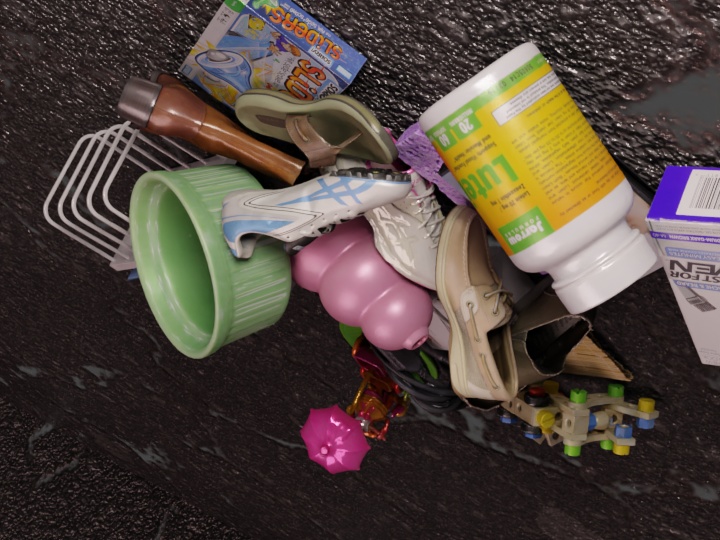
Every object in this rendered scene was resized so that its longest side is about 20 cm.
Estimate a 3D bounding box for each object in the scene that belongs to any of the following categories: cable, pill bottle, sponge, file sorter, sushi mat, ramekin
[{"bbox_3d":[0.056,0.085,1.575,0.200,0.051,0.163,44,-166,-13],"label":"cable"},{"bbox_3d":[0.145,-0.069,1.075,0.200,0.111,0.111,55,156,-2],"label":"pill bottle"},{"bbox_3d":[0.131,-0.075,1.268,0.200,0.030,0.112,38,158,-12],"label":"sponge"},{"bbox_3d":[-0.264,-0.094,1.592,0.125,0.139,0.200,34,160,-27],"label":"file sorter"},{"bbox_3d":[0.206,0.088,1.526,0.096,0.012,0.200,45,155,-29],"label":"sushi mat"},{"bbox_3d":[-0.156,-0.016,1.426,0.200,0.098,0.200,35,134,47],"label":"ramekin"}]

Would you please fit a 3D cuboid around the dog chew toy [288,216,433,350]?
[{"bbox_3d":[0.000,0.000,1.413,0.200,0.125,0.125,50,163,19],"label":"dog chew toy"}]

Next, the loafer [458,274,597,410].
[{"bbox_3d":[0.163,0.079,1.362,0.075,0.070,0.200,26,125,-20],"label":"loafer"}]

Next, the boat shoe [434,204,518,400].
[{"bbox_3d":[0.118,0.033,1.307,0.065,0.072,0.200,7,114,32],"label":"boat shoe"}]

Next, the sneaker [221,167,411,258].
[{"bbox_3d":[-0.040,-0.056,1.291,0.200,0.073,0.072,-11,-178,25],"label":"sneaker"}]

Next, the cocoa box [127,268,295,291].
[{"bbox_3d":[-0.168,-0.017,1.639,0.131,0.133,0.200,35,160,-22],"label":"cocoa box"}]

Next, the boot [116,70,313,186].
[{"bbox_3d":[-0.138,-0.145,1.414,0.200,0.069,0.188,23,179,-1],"label":"boot"}]

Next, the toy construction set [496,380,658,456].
[{"bbox_3d":[0.232,0.159,1.544,0.131,0.092,0.200,0,177,-21],"label":"toy construction set"}]

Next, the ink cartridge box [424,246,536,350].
[{"bbox_3d":[0.101,0.032,1.480,0.116,0.067,0.200,45,155,-30],"label":"ink cartridge box"}]

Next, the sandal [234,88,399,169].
[{"bbox_3d":[-0.044,-0.123,1.272,0.201,0.057,0.080,12,150,41],"label":"sandal"}]

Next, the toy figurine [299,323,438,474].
[{"bbox_3d":[-0.002,0.186,1.786,0.150,0.184,0.200,23,157,23],"label":"toy figurine"}]

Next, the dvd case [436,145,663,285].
[{"bbox_3d":[0.184,-0.058,1.194,0.200,0.018,0.143,39,141,-14],"label":"dvd case"}]

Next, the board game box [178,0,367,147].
[{"bbox_3d":[-0.089,-0.197,1.300,0.135,0.034,0.200,36,158,-10],"label":"board game box"}]

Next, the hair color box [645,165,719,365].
[{"bbox_3d":[0.316,0.004,1.115,0.109,0.065,0.200,6,146,35],"label":"hair color box"}]

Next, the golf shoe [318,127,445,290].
[{"bbox_3d":[0.047,-0.060,1.340,0.200,0.075,0.092,46,146,-11],"label":"golf shoe"}]
